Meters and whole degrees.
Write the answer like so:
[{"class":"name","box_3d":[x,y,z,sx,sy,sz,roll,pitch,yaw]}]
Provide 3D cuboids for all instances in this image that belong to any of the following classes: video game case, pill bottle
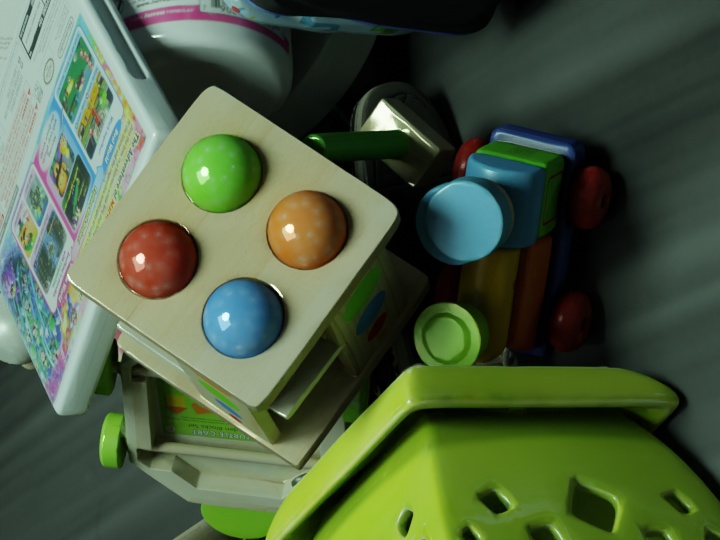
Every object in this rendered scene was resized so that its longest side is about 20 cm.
[{"class":"video game case","box_3d":[-0.162,-0.053,1.592,0.182,0.024,0.200,59,138,41]},{"class":"pill bottle","box_3d":[-0.096,-0.188,1.644,0.113,0.113,0.200,-39,46,50]}]

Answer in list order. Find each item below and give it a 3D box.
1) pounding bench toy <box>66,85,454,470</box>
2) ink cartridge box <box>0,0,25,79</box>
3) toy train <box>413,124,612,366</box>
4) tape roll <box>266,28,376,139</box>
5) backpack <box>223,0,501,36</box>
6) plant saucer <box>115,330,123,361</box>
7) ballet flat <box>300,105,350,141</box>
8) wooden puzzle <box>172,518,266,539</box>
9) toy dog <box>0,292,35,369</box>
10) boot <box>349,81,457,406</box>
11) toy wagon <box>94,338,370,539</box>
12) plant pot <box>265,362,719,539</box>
[{"class":"pounding bench toy","box_3d":[-0.035,-0.026,1.497,0.124,0.200,0.156,33,170,16]},{"class":"ink cartridge box","box_3d":[-0.194,-0.121,1.788,0.085,0.200,0.146,4,135,19]},{"class":"toy train","box_3d":[0.065,0.031,1.525,0.085,0.116,0.200,15,109,22]},{"class":"tape roll","box_3d":[-0.069,-0.158,1.712,0.203,0.037,0.203,-17,61,35]},{"class":"backpack","box_3d":[-0.005,-0.229,1.557,0.147,0.183,0.200,-34,61,51]},{"class":"plant saucer","box_3d":[-0.102,0.016,1.693,0.200,0.051,0.201,34,140,34]},{"class":"ballet flat","box_3d":[-0.085,-0.114,1.774,0.200,0.073,0.073,40,126,43]},{"class":"wooden puzzle","box_3d":[-0.108,0.236,1.775,0.037,0.185,0.200,33,125,20]},{"class":"toy dog","box_3d":[-0.165,-0.004,1.836,0.132,0.200,0.096,37,155,43]},{"class":"boot","box_3d":[0.000,0.000,1.675,0.151,0.073,0.200,-12,92,55]},{"class":"toy wagon","box_3d":[-0.072,0.096,1.648,0.200,0.155,0.040,89,-170,-49]},{"class":"plant pot","box_3d":[0.072,0.160,1.488,0.199,0.200,0.182,-49,49,47]}]
